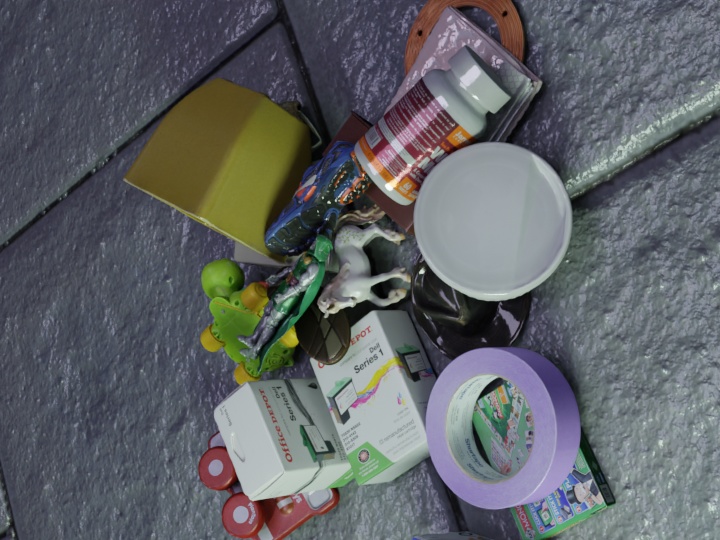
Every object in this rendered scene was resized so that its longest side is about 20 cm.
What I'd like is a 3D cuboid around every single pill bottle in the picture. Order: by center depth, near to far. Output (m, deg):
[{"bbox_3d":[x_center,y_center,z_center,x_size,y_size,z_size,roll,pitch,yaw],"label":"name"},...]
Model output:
[{"bbox_3d":[0.095,-0.190,1.574,0.200,0.109,0.110,-43,62,16],"label":"pill bottle"}]

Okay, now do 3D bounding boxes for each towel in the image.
[{"bbox_3d":[0.129,-0.227,1.648,0.191,0.032,0.201,46,114,31],"label":"towel"}]

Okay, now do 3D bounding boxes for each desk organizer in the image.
[{"bbox_3d":[0.041,-0.132,1.701,0.077,0.071,0.200,-52,58,9],"label":"desk organizer"}]

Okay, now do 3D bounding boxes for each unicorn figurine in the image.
[{"bbox_3d":[0.000,0.000,1.683,0.074,0.135,0.202,101,162,-47],"label":"unicorn figurine"}]

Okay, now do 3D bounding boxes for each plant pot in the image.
[{"bbox_3d":[-0.182,-0.157,1.747,0.193,0.195,0.202,25,86,40],"label":"plant pot"}]

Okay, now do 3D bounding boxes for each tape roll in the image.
[{"bbox_3d":[0.180,0.200,1.549,0.198,0.065,0.204,-2,87,39],"label":"tape roll"}]

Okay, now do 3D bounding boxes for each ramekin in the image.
[{"bbox_3d":[0.171,-0.054,1.544,0.199,0.094,0.206,-2,74,9],"label":"ramekin"}]

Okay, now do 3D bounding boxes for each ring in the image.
[{"bbox_3d":[0.144,-0.298,1.670,0.198,0.019,0.204,-3,85,39],"label":"ring"}]

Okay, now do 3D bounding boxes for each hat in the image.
[{"bbox_3d":[0.128,0.030,1.626,0.198,0.080,0.204,-3,86,38],"label":"hat"}]

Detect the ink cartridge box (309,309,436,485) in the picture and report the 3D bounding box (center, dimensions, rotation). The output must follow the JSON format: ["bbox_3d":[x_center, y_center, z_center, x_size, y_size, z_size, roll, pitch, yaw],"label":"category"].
[{"bbox_3d":[0.031,0.176,1.695,0.144,0.083,0.202,-37,65,32],"label":"ink cartridge box"}]

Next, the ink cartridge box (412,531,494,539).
[{"bbox_3d":[0.149,0.390,1.554,0.198,0.136,0.078,12,90,39],"label":"ink cartridge box"}]

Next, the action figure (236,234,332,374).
[{"bbox_3d":[-0.100,0.034,1.673,0.201,0.054,0.118,-54,24,13],"label":"action figure"}]

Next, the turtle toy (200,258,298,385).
[{"bbox_3d":[-0.169,0.069,1.838,0.200,0.101,0.145,47,119,-4],"label":"turtle toy"}]

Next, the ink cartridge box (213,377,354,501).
[{"bbox_3d":[-0.093,0.235,1.719,0.084,0.199,0.148,-40,65,30],"label":"ink cartridge box"}]

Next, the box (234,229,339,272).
[{"bbox_3d":[-0.093,-0.036,1.812,0.198,0.082,0.070,5,89,38],"label":"box"}]

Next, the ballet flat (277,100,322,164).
[{"bbox_3d":[-0.082,-0.170,1.824,0.070,0.070,0.203,-34,68,32],"label":"ballet flat"}]

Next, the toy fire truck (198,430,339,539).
[{"bbox_3d":[-0.139,0.308,1.828,0.167,0.112,0.201,-35,65,6],"label":"toy fire truck"}]

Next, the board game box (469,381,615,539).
[{"bbox_3d":[0.230,0.237,1.565,0.134,0.029,0.202,-36,66,33],"label":"board game box"}]

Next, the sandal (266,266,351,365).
[{"bbox_3d":[-0.068,0.066,1.722,0.082,0.054,0.200,-50,44,0],"label":"sandal"}]

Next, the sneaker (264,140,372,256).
[{"bbox_3d":[-0.061,-0.100,1.688,0.200,0.075,0.079,-44,40,12],"label":"sneaker"}]
